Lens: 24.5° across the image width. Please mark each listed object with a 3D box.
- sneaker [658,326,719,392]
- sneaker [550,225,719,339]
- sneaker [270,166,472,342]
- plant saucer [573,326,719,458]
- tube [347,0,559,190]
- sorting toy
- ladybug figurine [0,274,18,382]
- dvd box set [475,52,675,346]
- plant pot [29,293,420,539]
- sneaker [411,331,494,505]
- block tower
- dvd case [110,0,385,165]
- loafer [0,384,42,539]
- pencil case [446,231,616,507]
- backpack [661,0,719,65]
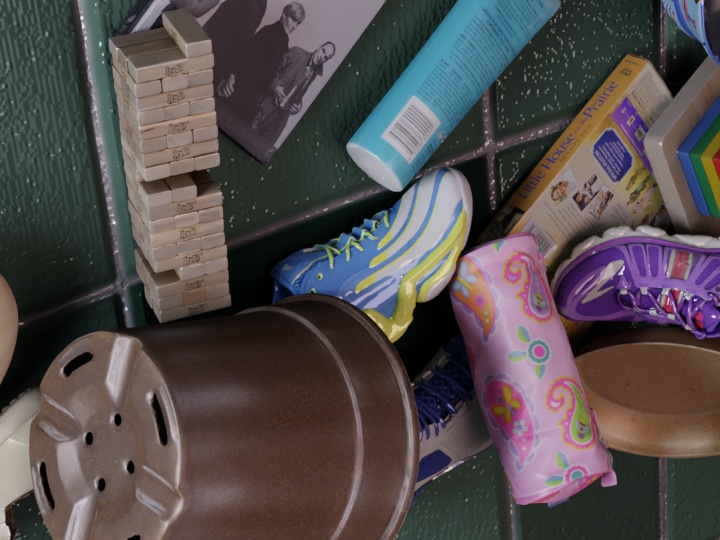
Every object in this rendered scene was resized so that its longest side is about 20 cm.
[{"bbox_3d":[0.333,0.097,1.500,0.198,0.075,0.088,-2,123,-31],"label":"sneaker"},{"bbox_3d":[0.250,0.015,1.313,0.197,0.084,0.081,-4,128,3],"label":"sneaker"},{"bbox_3d":[0.000,0.000,1.214,0.105,0.076,0.201,29,94,-39],"label":"sneaker"},{"bbox_3d":[0.256,0.098,1.397,0.200,0.198,0.036,41,47,-40],"label":"plant saucer"},{"bbox_3d":[0.071,-0.149,1.208,0.201,0.050,0.078,-51,134,-11],"label":"tube"},{"bbox_3d":[0.342,-0.095,1.388,0.199,0.069,0.201,-49,131,-24],"label":"sorting toy"},{"bbox_3d":[-0.306,0.062,1.028,0.199,0.072,0.136,-39,127,-14],"label":"ladybug figurine"},{"bbox_3d":[0.197,-0.055,1.356,0.201,0.029,0.146,-51,131,-6],"label":"dvd box set"},{"bbox_3d":[-0.097,0.113,1.093,0.197,0.199,0.203,3,109,-48],"label":"plant pot"},{"bbox_3d":[0.047,0.117,1.271,0.199,0.080,0.115,-45,160,-9],"label":"sneaker"},{"bbox_3d":[-0.124,-0.066,1.091,0.057,0.054,0.202,-14,126,-20],"label":"block tower"},{"bbox_3d":[-0.056,-0.192,1.119,0.150,0.025,0.201,38,87,-40],"label":"dvd case"},{"bbox_3d":[-0.262,0.166,1.094,0.068,0.076,0.200,43,81,0],"label":"loafer"},{"bbox_3d":[0.125,0.075,1.239,0.087,0.087,0.202,-13,80,-30],"label":"pencil case"},{"bbox_3d":[0.303,-0.259,1.270,0.181,0.134,0.203,-5,113,-34],"label":"backpack"}]
